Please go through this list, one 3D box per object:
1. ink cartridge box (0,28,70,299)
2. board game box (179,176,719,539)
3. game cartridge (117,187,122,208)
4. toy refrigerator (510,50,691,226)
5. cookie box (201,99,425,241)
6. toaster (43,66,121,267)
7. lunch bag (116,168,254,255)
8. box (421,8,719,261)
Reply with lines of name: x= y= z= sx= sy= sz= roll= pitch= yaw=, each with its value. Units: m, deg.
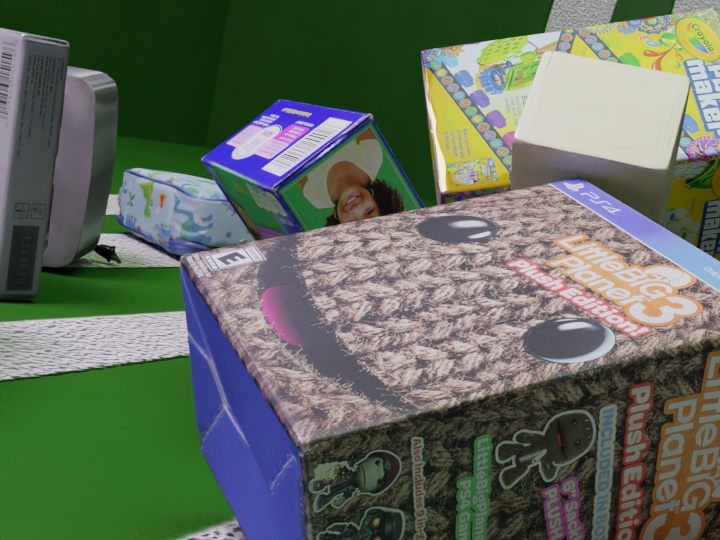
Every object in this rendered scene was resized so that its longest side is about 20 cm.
ink cartridge box: x=-0.304 y=-0.094 z=0.941 sx=0.043 sy=0.202 sz=0.173 roll=1 pitch=13 yaw=-42
board game box: x=0.045 y=0.048 z=0.475 sx=0.198 sy=0.098 sz=0.159 roll=-12 pitch=27 yaw=-20
game cartridge: x=-0.220 y=-0.078 z=1.582 sx=0.198 sy=0.041 sz=0.133 roll=7 pitch=12 yaw=-30
toy refrigerator: x=0.125 y=-0.022 z=0.639 sx=0.075 sy=0.070 sz=0.201 roll=13 pitch=-32 yaw=16
cookie box: x=0.000 y=0.000 z=0.733 sx=0.075 sy=0.201 sz=0.171 roll=-37 pitch=21 yaw=-11
toaster: x=-0.316 y=-0.102 z=1.082 sx=0.198 sy=0.183 sz=0.119 roll=9 pitch=10 yaw=-4
lunch bag: x=-0.174 y=-0.062 z=1.348 sx=0.160 sy=0.083 sz=0.199 roll=3 pitch=11 yaw=-39
box: x=0.147 y=-0.046 z=0.782 sx=0.191 sy=0.123 sz=0.201 roll=-7 pitch=-36 yaw=3
